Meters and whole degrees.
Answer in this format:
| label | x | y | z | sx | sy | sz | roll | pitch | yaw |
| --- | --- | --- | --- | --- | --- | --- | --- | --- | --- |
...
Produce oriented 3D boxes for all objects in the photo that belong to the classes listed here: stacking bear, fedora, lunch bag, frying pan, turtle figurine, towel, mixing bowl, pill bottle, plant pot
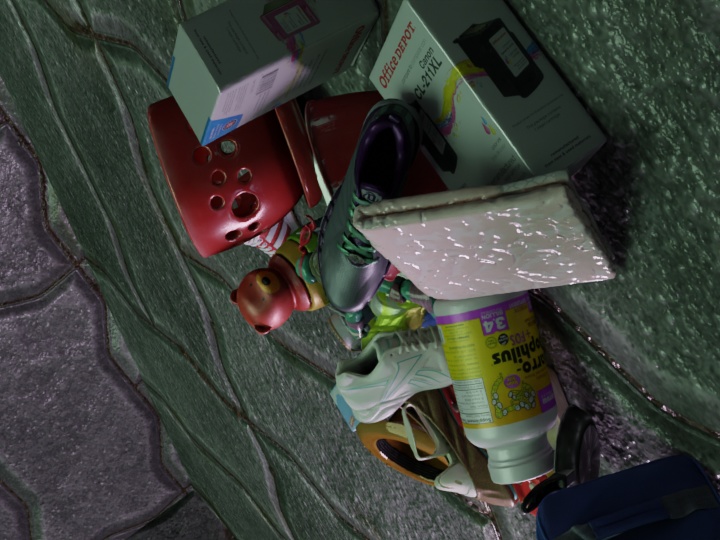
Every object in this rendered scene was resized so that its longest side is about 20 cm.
| label | x | y | z | sx | sy | sz | roll | pitch | yaw |
| --- | --- | --- | --- | --- | --- | --- | --- | --- | --- |
| stacking bear | -0.071 | 0.002 | 1.462 | 0.122 | 0.199 | 0.114 | 50 | 158 | 16 |
| fedora | 0.088 | 0.226 | 1.544 | 0.198 | 0.083 | 0.201 | 21 | 157 | 9 |
| lunch bag | 0.259 | 0.272 | 1.097 | 0.137 | 0.197 | 0.134 | -114 | 9 | -51 |
| frying pan | 0.214 | 0.195 | 1.180 | 0.030 | 0.117 | 0.189 | 0 | 170 | 27 |
| turtle figurine | 0.000 | 0.000 | 1.284 | 0.197 | 0.100 | 0.153 | 1 | 85 | 25 |
| towel | 0.113 | -0.025 | 0.995 | 0.200 | 0.188 | 0.033 | 42 | -135 | -59 |
| mixing bowl | 0.037 | -0.103 | 1.151 | 0.202 | 0.107 | 0.201 | 60 | -165 | -27 |
| pill bottle | 0.148 | 0.116 | 1.202 | 0.104 | 0.103 | 0.204 | -9 | 97 | 67 |
| plant pot | -0.151 | -0.141 | 1.425 | 0.200 | 0.180 | 0.204 | 159 | 90 | -86 |

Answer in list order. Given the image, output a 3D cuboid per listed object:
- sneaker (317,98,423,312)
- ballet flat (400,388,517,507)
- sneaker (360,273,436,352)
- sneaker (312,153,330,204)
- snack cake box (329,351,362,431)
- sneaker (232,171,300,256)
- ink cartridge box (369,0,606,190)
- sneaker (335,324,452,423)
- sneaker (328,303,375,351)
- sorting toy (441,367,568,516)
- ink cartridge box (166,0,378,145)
| label | x | y | z | sx | sy | sz | roll | pitch | yaw |
| --- | --- | --- | --- | --- | --- | --- | --- | --- | --- |
| sneaker | 0.000 | -0.053 | 1.018 | 0.088 | 0.073 | 0.204 | -59 | -16 | -74 |
| ballet flat | 0.102 | 0.212 | 1.355 | 0.201 | 0.072 | 0.068 | 55 | 160 | 8 |
| sneaker | 0.066 | 0.023 | 1.376 | 0.076 | 0.104 | 0.202 | 40 | 124 | 25 |
| sneaker | 0.003 | -0.094 | 1.378 | 0.081 | 0.074 | 0.203 | -11 | 103 | 23 |
| snack cake box | 0.035 | 0.141 | 1.534 | 0.068 | 0.114 | 0.200 | 57 | 159 | 11 |
| sneaker | -0.143 | -0.044 | 1.683 | 0.202 | 0.112 | 0.071 | 63 | 159 | -14 |
| ink cartridge box | 0.106 | -0.147 | 1.018 | 0.201 | 0.082 | 0.146 | 54 | 159 | 8 |
| sneaker | 0.060 | 0.101 | 1.319 | 0.081 | 0.198 | 0.071 | 53 | -169 | -32 |
| sneaker | 0.029 | 0.051 | 1.514 | 0.070 | 0.108 | 0.200 | 51 | -171 | 6 |
| sorting toy | 0.179 | 0.199 | 1.361 | 0.198 | 0.069 | 0.202 | 16 | 135 | 61 |
| ink cartridge box | -0.093 | -0.232 | 1.190 | 0.085 | 0.198 | 0.145 | 58 | 159 | 6 |
